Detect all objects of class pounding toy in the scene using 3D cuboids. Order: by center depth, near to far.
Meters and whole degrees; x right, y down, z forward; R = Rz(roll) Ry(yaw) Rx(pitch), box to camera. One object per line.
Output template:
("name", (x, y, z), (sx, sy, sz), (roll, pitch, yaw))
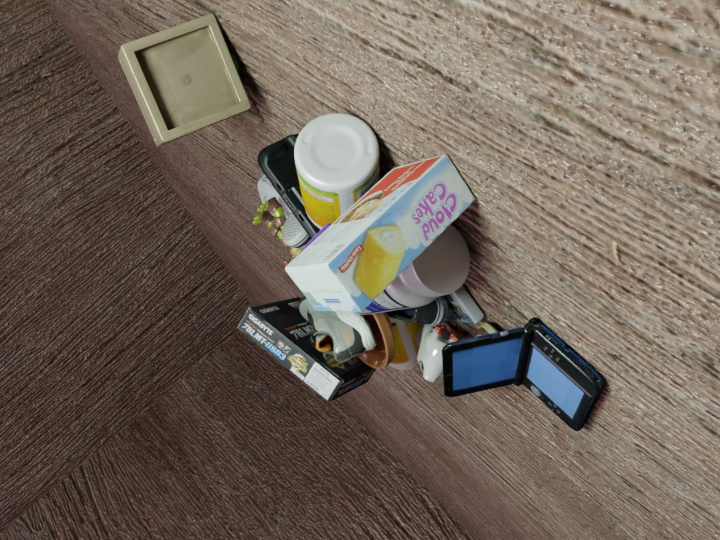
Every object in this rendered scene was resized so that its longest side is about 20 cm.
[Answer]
("pounding toy", (-0.271, -0.305, 1.222), (0.142, 0.199, 0.186), (15, 129, 68))

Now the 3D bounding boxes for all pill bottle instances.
("pill bottle", (0.050, -0.004, 0.999), (0.116, 0.116, 0.199), (53, 150, -15))
("pill bottle", (-0.029, -0.118, 1.021), (0.111, 0.111, 0.200), (46, 166, 17))
("pill bottle", (0.060, 0.097, 1.320), (0.109, 0.109, 0.201), (40, 163, 36))

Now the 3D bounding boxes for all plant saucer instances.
("plant saucer", (-0.007, 0.066, 1.191), (0.200, 0.032, 0.201), (46, 155, 29))

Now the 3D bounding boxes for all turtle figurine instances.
("turtle figurine", (-0.122, -0.057, 1.335), (0.162, 0.064, 0.200), (49, 163, 4))

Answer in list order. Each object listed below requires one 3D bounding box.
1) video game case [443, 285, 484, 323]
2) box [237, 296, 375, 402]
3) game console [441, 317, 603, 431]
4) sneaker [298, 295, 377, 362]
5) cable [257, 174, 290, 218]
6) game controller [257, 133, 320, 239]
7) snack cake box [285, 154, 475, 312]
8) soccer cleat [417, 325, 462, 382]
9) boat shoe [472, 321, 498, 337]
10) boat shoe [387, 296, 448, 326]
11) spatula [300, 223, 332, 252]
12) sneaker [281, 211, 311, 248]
("video game case", (0.092, -0.005, 1.132), (0.201, 0.022, 0.182), (53, 167, -9))
("box", (-0.081, 0.127, 1.243), (0.198, 0.050, 0.200), (39, -166, 15))
("game console", (0.208, 0.158, 0.976), (0.171, 0.118, 0.200), (44, 166, 25))
("sneaker", (-0.056, 0.087, 1.177), (0.200, 0.079, 0.074), (27, 144, 56))
("cable", (-0.127, -0.116, 1.443), (0.200, 0.069, 0.201), (36, 160, 48))
("game controller", (-0.075, -0.125, 1.152), (0.201, 0.104, 0.042), (54, 154, 8))
("snack cake box", (0.021, -0.042, 0.837), (0.067, 0.200, 0.115), (53, 157, -16))
("soccer cleat", (0.120, 0.125, 1.156), (0.069, 0.078, 0.200), (25, -176, 7))
("boat shoe", (0.181, 0.141, 1.117), (0.072, 0.072, 0.200), (46, 165, 14))
("boat shoe", (0.057, 0.041, 1.144), (0.199, 0.056, 0.069), (16, 101, 58))
("spatula", (0.004, -0.068, 0.978), (0.056, 0.199, 0.021), (8, -119, -53))
("sneaker", (-0.075, -0.087, 1.228), (0.079, 0.078, 0.201), (48, -154, -24))
